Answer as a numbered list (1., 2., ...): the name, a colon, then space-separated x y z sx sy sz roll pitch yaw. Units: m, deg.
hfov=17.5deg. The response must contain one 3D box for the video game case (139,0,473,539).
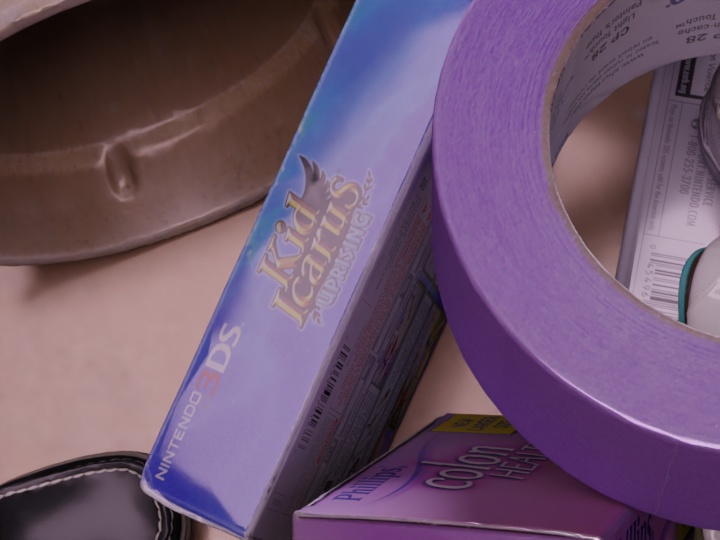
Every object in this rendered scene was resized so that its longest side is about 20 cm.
1. video game case: 0.000 0.000 0.820 0.045 0.181 0.200 23 85 12

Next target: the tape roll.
1. tape roll: 0.121 -0.025 0.705 0.200 0.066 0.200 0 64 1

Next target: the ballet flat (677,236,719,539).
1. ballet flat: 0.145 0.086 0.784 0.069 0.069 0.200 -3 102 6

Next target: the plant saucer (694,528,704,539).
1. plant saucer: 0.150 0.087 0.864 0.200 0.031 0.200 -1 81 8

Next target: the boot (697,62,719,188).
1. boot: 0.188 -0.003 0.785 0.074 0.096 0.200 -42 77 -5

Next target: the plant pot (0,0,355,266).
1. plant pot: -0.108 -0.130 0.861 0.200 0.200 0.184 -22 69 3

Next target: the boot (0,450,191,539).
1. boot: -0.166 0.120 0.835 0.203 0.154 0.074 -23 79 3

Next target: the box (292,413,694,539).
1. box: 0.048 0.161 0.764 0.097 0.176 0.200 2 96 17

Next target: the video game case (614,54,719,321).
1. video game case: 0.188 -0.015 0.850 0.182 0.024 0.200 10 78 8
